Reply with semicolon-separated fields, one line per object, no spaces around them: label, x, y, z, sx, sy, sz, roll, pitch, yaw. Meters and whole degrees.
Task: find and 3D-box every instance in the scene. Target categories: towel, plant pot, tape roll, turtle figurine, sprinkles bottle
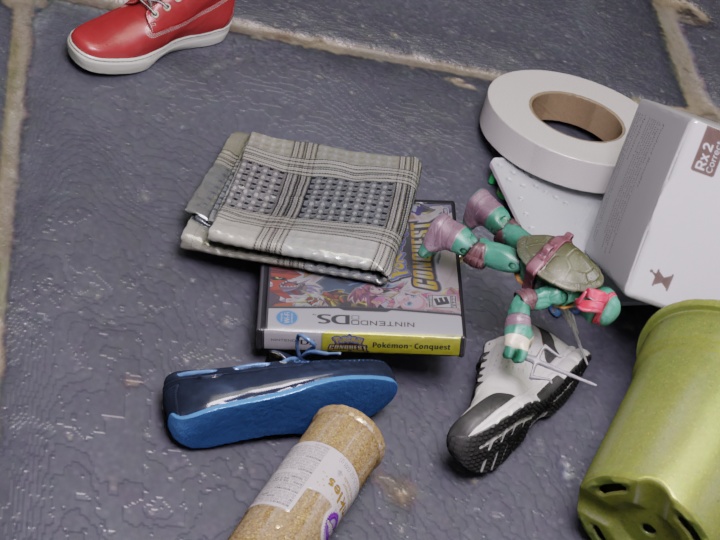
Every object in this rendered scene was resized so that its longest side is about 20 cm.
towel;-0.052;-0.067;1.422;0.198;0.035;0.193;9;38;8
plant pot;0.280;0.159;1.296;0.200;0.201;0.184;35;55;12
tape roll;0.226;-0.149;1.644;0.201;0.037;0.203;12;32;-7
turtle figurine;0.155;0.011;1.340;0.200;0.101;0.149;38;25;22
sprinkles bottle;-0.050;0.187;1.193;0.068;0.068;0.200;30;43;7

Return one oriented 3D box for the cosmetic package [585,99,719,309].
cosmetic package;0.324;-0.048;1.427;0.164;0.166;0.200;18;11;-6

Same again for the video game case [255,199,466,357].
video game case;0.000;0.000;1.389;0.179;0.026;0.201;2;39;-2

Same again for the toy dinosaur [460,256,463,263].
toy dinosaur;0.033;0.036;1.402;0.199;0.048;0.088;-22;52;-33

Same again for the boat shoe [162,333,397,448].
boat shoe;-0.065;0.090;1.276;0.199;0.084;0.069;-2;45;-28

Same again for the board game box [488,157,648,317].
board game box;0.246;-0.035;1.576;0.198;0.026;0.201;-1;48;-24

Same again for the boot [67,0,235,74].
boot;-0.198;-0.278;1.536;0.199;0.145;0.072;-27;63;-38

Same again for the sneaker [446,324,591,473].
sneaker;0.123;0.108;1.355;0.080;0.074;0.200;35;35;18
